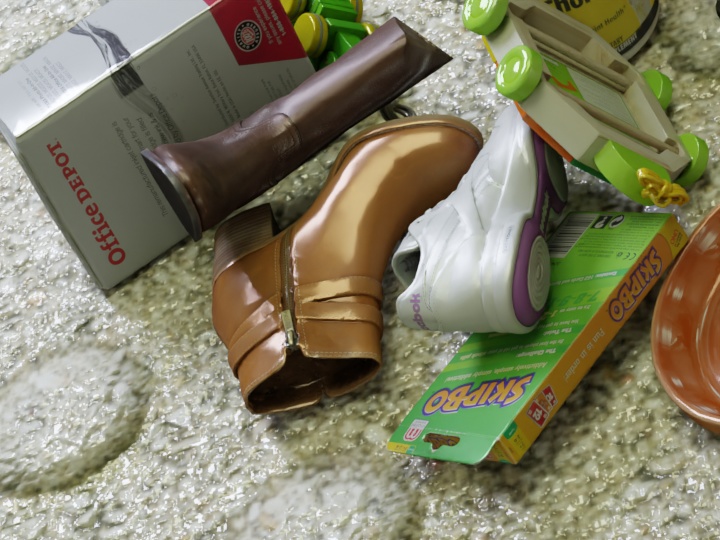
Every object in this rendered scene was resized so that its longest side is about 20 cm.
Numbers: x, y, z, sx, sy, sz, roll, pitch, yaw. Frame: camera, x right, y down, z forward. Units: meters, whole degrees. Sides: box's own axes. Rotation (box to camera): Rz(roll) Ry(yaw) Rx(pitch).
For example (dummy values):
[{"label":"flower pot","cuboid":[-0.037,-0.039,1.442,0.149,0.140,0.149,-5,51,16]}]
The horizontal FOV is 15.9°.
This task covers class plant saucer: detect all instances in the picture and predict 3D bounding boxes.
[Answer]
[{"label":"plant saucer","cuboid":[0.254,0.011,1.442,0.200,0.032,0.201,-29,36,24]}]

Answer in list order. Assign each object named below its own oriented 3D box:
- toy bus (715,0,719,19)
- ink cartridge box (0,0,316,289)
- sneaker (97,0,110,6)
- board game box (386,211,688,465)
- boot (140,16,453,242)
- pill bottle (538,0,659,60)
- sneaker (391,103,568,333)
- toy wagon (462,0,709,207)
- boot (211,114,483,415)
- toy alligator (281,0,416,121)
[{"label":"toy bus","cuboid":[0.273,-0.182,1.631,0.078,0.065,0.200,-29,41,-4]},{"label":"ink cartridge box","cuboid":[-0.133,-0.105,1.699,0.199,0.146,0.083,-34,41,-8]},{"label":"sneaker","cuboid":[-0.090,-0.221,1.863,0.199,0.078,0.091,-32,58,0]},{"label":"board game box","cuboid":[0.103,0.042,1.505,0.200,0.030,0.095,-48,26,-24]},{"label":"boot","cuboid":[-0.035,-0.097,1.598,0.199,0.064,0.186,-31,5,1]},{"label":"pill bottle","cuboid":[0.116,-0.226,1.652,0.111,0.201,0.112,-14,43,14]},{"label":"sneaker","cuboid":[0.070,-0.036,1.542,0.099,0.075,0.201,-9,34,20]},{"label":"toy wagon","cuboid":[0.142,-0.097,1.555,0.040,0.155,0.201,-50,36,24]},{"label":"boot","cuboid":[0.000,0.000,1.587,0.199,0.074,0.155,-30,39,15]},{"label":"toy alligator","cuboid":[-0.017,-0.143,1.755,0.054,0.059,0.201,-60,40,31]}]
